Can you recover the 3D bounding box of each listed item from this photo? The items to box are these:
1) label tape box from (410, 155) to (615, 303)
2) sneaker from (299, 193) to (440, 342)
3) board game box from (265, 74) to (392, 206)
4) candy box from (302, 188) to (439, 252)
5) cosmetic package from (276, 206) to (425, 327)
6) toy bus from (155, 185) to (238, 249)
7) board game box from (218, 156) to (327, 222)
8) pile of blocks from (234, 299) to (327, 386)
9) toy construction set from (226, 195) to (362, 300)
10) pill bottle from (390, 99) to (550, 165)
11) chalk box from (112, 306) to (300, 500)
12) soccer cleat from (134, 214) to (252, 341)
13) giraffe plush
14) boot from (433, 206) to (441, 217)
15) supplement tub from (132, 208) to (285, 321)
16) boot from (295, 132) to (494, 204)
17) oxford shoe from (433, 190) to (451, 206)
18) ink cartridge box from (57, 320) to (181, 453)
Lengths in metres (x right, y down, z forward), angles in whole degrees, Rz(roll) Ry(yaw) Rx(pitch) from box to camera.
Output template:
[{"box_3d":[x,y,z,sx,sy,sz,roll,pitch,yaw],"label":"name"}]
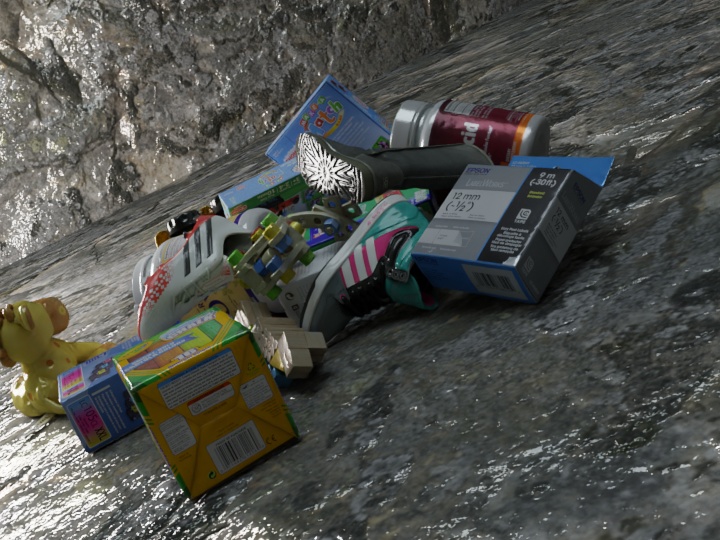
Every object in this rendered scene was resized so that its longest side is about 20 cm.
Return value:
[{"box_3d":[0.165,-0.067,1.122,0.143,0.066,0.200,8,58,45],"label":"label tape box"},{"box_3d":[0.026,0.022,1.183,0.121,0.084,0.200,37,92,38],"label":"sneaker"},{"box_3d":[-0.017,-0.169,1.553,0.151,0.200,0.037,-46,14,26],"label":"board game box"},{"box_3d":[0.014,-0.051,1.444,0.199,0.077,0.169,-23,15,7],"label":"candy box"},{"box_3d":[0.000,0.000,1.301,0.199,0.071,0.101,-23,16,7],"label":"cosmetic package"},{"box_3d":[-0.215,-0.052,1.731,0.199,0.136,0.192,-25,2,6],"label":"toy bus"},{"box_3d":[-0.115,-0.070,1.527,0.151,0.200,0.037,-28,57,-13],"label":"board game box"},{"box_3d":[-0.086,0.091,1.170,0.062,0.083,0.200,3,10,-26],"label":"pile of blocks"},{"box_3d":[-0.085,-0.037,1.247,0.131,0.092,0.200,-43,-4,34],"label":"toy construction set"},{"box_3d":[0.149,-0.172,1.434,0.199,0.115,0.114,13,31,22],"label":"pill bottle"},{"box_3d":[-0.162,0.120,1.044,0.124,0.124,0.200,-28,16,-16],"label":"chalk box"},{"box_3d":[-0.202,0.010,1.275,0.085,0.069,0.200,15,50,19],"label":"soccer cleat"},{"box_3d":[-0.438,0.109,1.431,0.172,0.163,0.200,-18,16,20],"label":"giraffe plush"},{"box_3d":[0.169,-0.070,1.277,0.162,0.074,0.198,-18,9,14],"label":"boot"},{"box_3d":[-0.195,0.010,1.426,0.199,0.146,0.145,-18,16,22],"label":"supplement tub"},{"box_3d":[0.041,-0.138,1.310,0.199,0.073,0.182,-18,37,-32],"label":"boot"},{"box_3d":[0.168,-0.152,1.563,0.199,0.071,0.074,-26,12,-8],"label":"oxford shoe"},{"box_3d":[-0.261,0.127,1.274,0.199,0.077,0.136,-26,15,-13],"label":"ink cartridge box"}]
